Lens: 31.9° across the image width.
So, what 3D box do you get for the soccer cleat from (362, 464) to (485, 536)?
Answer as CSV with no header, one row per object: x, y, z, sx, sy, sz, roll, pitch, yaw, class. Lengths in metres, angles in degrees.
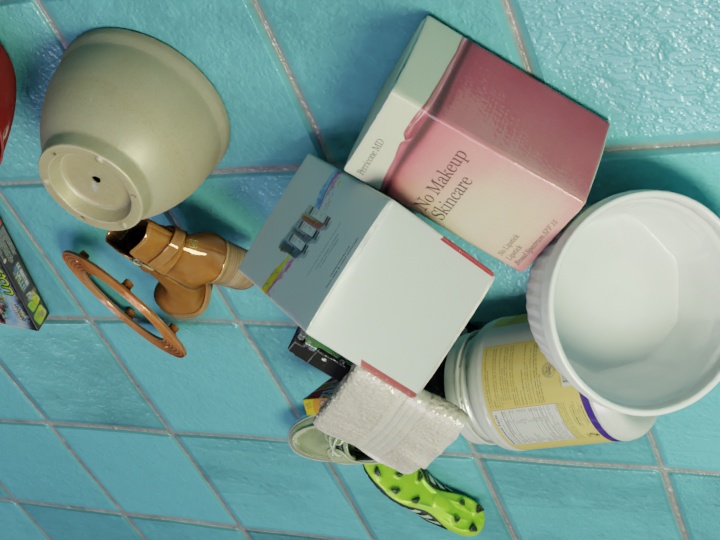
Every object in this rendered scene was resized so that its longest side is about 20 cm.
0.077,0.301,1.697,0.199,0.068,0.081,34,155,-12,soccer cleat

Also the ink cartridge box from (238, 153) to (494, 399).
0.000,0.000,1.224,0.145,0.146,0.200,32,-177,-29,ink cartridge box

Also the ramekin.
0.247,0.027,1.166,0.199,0.201,0.105,34,175,-12,ramekin

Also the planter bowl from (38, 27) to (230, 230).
-0.251,-0.129,1.308,0.198,0.136,0.201,15,142,12,planter bowl

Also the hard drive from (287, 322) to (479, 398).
0.032,0.079,1.392,0.199,0.141,0.038,31,143,-9,hard drive

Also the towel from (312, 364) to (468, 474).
0.027,0.160,1.345,0.131,0.035,0.200,27,152,-2,towel

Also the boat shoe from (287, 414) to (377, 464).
-0.011,0.216,1.626,0.198,0.062,0.073,-5,98,25,boat shoe

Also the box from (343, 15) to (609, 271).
0.105,-0.112,1.147,0.198,0.110,0.128,29,143,-5,box

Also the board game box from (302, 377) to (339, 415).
0.035,0.138,1.497,0.198,0.095,0.030,-6,107,36,board game box

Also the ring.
-0.292,0.039,1.577,0.199,0.019,0.201,35,162,13,ring

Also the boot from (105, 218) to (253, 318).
-0.226,-0.004,1.435,0.154,0.078,0.199,20,162,-35,boot

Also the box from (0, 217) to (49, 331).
-0.500,-0.004,1.679,0.109,0.035,0.201,9,140,20,box

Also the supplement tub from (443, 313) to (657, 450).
0.202,0.114,1.333,0.198,0.146,0.146,-12,130,39,supplement tub

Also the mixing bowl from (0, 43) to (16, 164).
-0.445,-0.204,1.348,0.198,0.109,0.201,16,142,13,mixing bowl
